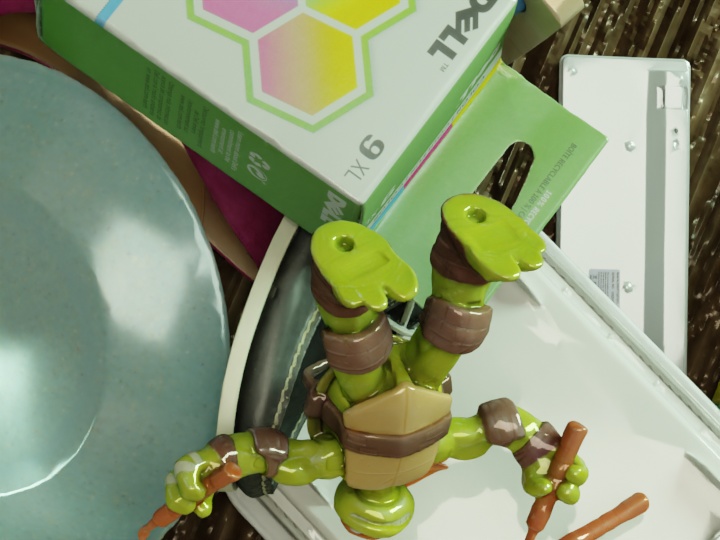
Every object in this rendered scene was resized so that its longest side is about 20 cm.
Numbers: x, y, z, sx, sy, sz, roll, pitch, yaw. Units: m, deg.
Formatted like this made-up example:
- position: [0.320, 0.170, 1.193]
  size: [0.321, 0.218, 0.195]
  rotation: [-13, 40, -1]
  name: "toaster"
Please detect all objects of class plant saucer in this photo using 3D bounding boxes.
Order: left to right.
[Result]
- position: [-0.137, 0.021, 0.987]
  size: [0.201, 0.039, 0.201]
  rotation: [15, 68, -39]
  name: "plant saucer"

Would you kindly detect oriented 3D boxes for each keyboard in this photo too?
- position: [0.108, 0.011, 1.105]
  size: [0.056, 0.011, 0.200]
  rotation: [1, 86, -3]
  name: "keyboard"

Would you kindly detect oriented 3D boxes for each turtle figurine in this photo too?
- position: [0.020, 0.046, 0.970]
  size: [0.200, 0.161, 0.064]
  rotation: [-1, 44, -14]
  name: "turtle figurine"

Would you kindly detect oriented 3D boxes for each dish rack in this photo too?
- position: [0.058, 0.085, 1.054]
  size: [0.172, 0.044, 0.200]
  rotation: [-43, 78, -7]
  name: "dish rack"

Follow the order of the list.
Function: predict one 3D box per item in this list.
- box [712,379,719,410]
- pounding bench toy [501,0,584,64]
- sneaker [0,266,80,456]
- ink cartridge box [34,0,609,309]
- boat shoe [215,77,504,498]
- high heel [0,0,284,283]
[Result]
- position: [0.225, 0.007, 1.102]
  size: [0.117, 0.048, 0.200]
  rotation: [20, 86, -6]
  name: "box"
- position: [0.048, -0.202, 1.049]
  size: [0.156, 0.124, 0.200]
  rotation: [-41, 92, -7]
  name: "pounding bench toy"
- position: [-0.204, 0.017, 1.035]
  size: [0.200, 0.070, 0.100]
  rotation: [8, 82, -14]
  name: "sneaker"
- position: [-0.011, -0.078, 0.991]
  size: [0.200, 0.059, 0.104]
  rotation: [36, 71, 6]
  name: "ink cartridge box"
- position: [0.000, 0.000, 1.029]
  size: [0.068, 0.072, 0.200]
  rotation: [22, 71, 12]
  name: "boat shoe"
- position: [-0.106, -0.068, 1.047]
  size: [0.200, 0.067, 0.096]
  rotation: [18, 74, -10]
  name: "high heel"
